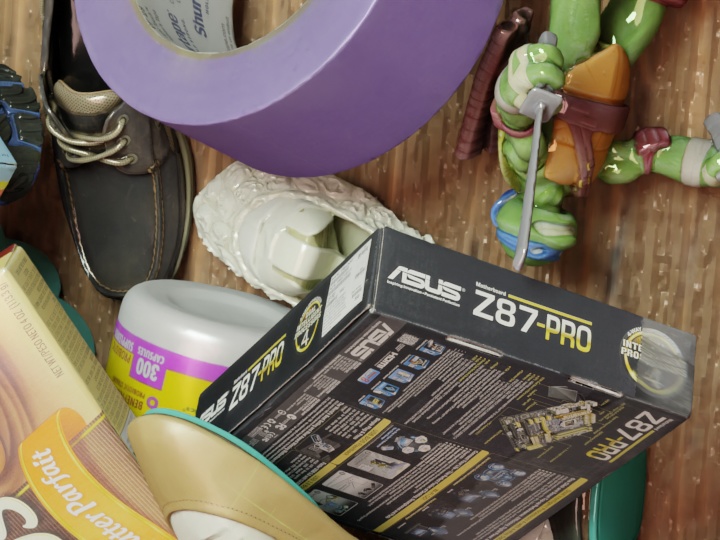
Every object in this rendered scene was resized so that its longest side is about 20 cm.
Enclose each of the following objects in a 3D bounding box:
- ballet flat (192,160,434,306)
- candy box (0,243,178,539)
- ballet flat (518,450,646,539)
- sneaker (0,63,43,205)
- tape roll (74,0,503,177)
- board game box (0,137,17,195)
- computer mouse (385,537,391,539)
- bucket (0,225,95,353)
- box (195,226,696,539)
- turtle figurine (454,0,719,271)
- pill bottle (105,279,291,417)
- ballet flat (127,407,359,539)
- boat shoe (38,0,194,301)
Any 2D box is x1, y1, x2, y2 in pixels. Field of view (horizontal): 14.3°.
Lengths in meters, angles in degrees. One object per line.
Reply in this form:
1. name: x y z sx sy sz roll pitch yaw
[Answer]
1. ballet flat: 0.000 0.000 1.408 0.200 0.072 0.072 26 104 15
2. candy box: -0.155 0.104 1.345 0.115 0.055 0.200 -31 102 8
3. ballet flat: 0.106 0.143 1.389 0.068 0.068 0.201 -3 95 28
4. sneaker: -0.226 -0.075 1.457 0.200 0.075 0.079 33 123 44
5. tape roll: -0.033 -0.150 1.347 0.200 0.085 0.201 -13 67 32
6. board game box: -0.264 -0.083 1.361 0.103 0.105 0.200 -56 52 31
7. computer mouse: 0.067 0.186 1.397 0.034 0.059 0.200 -32 74 12
8. bucket: -0.244 0.073 1.462 0.207 0.135 0.208 2 95 19
9. box: 0.033 0.063 1.299 0.161 0.049 0.200 20 147 -18
10. turtle figurine: 0.130 -0.088 1.310 0.143 0.200 0.195 10 94 -11
11. pill bottle: -0.088 0.113 1.429 0.104 0.104 0.201 17 101 16
12. ballet flat: -0.032 0.137 1.316 0.200 0.063 0.069 36 149 -23
13. boat shoe: -0.133 -0.081 1.438 0.074 0.073 0.201 -5 94 19
